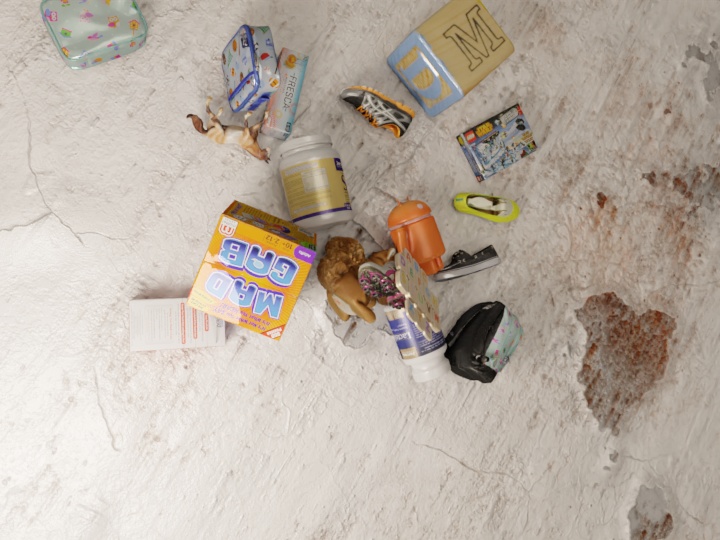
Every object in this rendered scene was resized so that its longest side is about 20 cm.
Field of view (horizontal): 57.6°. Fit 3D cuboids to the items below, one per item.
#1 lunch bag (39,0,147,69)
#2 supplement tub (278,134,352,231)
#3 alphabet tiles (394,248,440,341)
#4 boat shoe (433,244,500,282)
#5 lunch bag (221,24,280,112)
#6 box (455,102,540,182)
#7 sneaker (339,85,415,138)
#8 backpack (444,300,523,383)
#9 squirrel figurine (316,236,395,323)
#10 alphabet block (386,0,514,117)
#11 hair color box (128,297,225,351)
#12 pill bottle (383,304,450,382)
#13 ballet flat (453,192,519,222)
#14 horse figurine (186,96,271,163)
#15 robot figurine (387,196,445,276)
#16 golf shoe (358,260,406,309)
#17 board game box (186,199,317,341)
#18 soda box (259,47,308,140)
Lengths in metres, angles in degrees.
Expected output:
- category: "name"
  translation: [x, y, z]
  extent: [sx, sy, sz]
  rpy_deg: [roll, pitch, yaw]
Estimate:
- category: "lunch bag"
  translation: [-0.570, -0.537, 1.409]
  extent: [0.200, 0.077, 0.161]
  rpy_deg: [-29, 94, -19]
- category: "supplement tub"
  translation: [-0.106, -0.197, 1.505]
  extent: [0.145, 0.145, 0.201]
  rpy_deg: [-13, 90, -19]
- category: "alphabet tiles"
  translation: [0.131, 0.052, 1.474]
  extent: [0.200, 0.015, 0.196]
  rpy_deg: [48, 30, -39]
- category: "boat shoe"
  translation: [0.266, -0.022, 1.662]
  extent: [0.199, 0.070, 0.067]
  rpy_deg: [-16, 83, -20]
- category: "lunch bag"
  translation: [-0.244, -0.440, 1.448]
  extent: [0.075, 0.200, 0.161]
  rpy_deg: [-8, 87, -28]
- category: "box"
  translation: [0.366, -0.339, 1.735]
  extent: [0.200, 0.040, 0.137]
  rpy_deg: [-30, 96, -19]
- category: "sneaker"
  translation: [0.038, -0.393, 1.610]
  extent: [0.199, 0.078, 0.078]
  rpy_deg: [20, 89, -15]
- category: "backpack"
  translation: [0.309, 0.175, 1.625]
  extent: [0.127, 0.167, 0.200]
  rpy_deg: [45, 69, -31]
- category: "squirrel figurine"
  translation: [0.000, 0.000, 1.534]
  extent: [0.187, 0.141, 0.200]
  rpy_deg: [-45, 103, -23]
- category: "alphabet block"
  translation: [0.220, -0.534, 1.622]
  extent: [0.200, 0.195, 0.197]
  rpy_deg: [-43, 101, -16]
- category: "hair color box"
  translation: [-0.397, 0.115, 1.423]
  extent: [0.199, 0.064, 0.111]
  rpy_deg: [-1, 85, -18]
- category: "pill bottle"
  translation: [0.141, 0.158, 1.576]
  extent: [0.115, 0.116, 0.201]
  rpy_deg: [-22, 92, -19]
- category: "ballet flat"
  translation: [0.338, -0.166, 1.697]
  extent: [0.199, 0.067, 0.067]
  rpy_deg: [8, 82, -19]
- category: "horse figurine"
  translation: [-0.291, -0.319, 1.478]
  extent: [0.199, 0.133, 0.050]
  rpy_deg: [8, 53, -13]
- category: "robot figurine"
  translation: [0.135, -0.084, 1.593]
  extent: [0.143, 0.117, 0.201]
  rpy_deg: [-21, 92, -20]
- category: "golf shoe"
  translation: [0.055, 0.017, 1.451]
  extent: [0.200, 0.072, 0.092]
  rpy_deg: [34, 43, -51]
- category: "board game box"
  translation: [-0.219, -0.007, 1.368]
  extent: [0.199, 0.200, 0.200]
  rpy_deg: [23, 101, -8]
- category: "soda box"
  translation: [-0.180, -0.414, 1.541]
  extent: [0.068, 0.064, 0.201]
  rpy_deg: [15, 82, -17]
